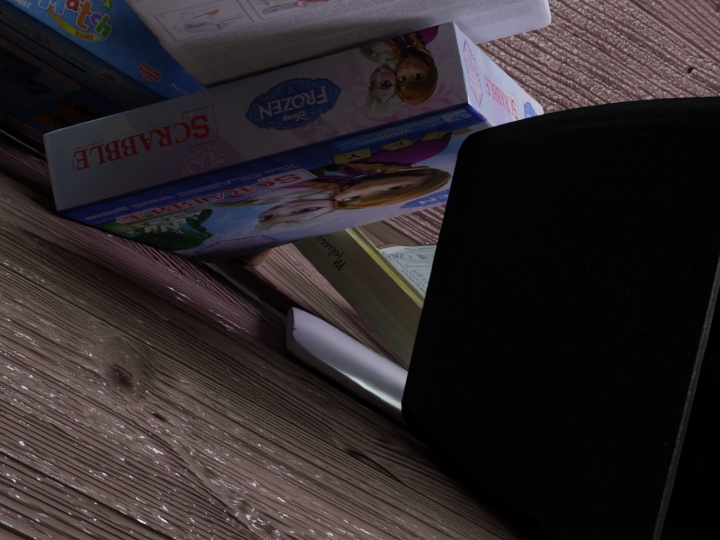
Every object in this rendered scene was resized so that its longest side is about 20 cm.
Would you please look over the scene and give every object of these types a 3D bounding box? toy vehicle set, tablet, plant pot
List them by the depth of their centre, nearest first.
[{"bbox_3d":[0.134,0.026,0.906,0.177,0.202,0.199,16,4,43],"label":"plant pot"},{"bbox_3d":[0.049,0.078,1.009,0.199,0.014,0.130,31,4,-5],"label":"tablet"},{"bbox_3d":[0.000,0.000,1.154,0.200,0.027,0.124,46,3,30],"label":"toy vehicle set"}]

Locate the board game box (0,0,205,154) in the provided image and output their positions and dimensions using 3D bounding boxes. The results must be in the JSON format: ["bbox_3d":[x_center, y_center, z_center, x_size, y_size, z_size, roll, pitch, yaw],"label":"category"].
[{"bbox_3d":[-0.175,-0.114,1.026,0.151,0.037,0.200,30,-18,-24],"label":"board game box"}]

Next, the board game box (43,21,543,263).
[{"bbox_3d":[-0.021,-0.055,0.996,0.198,0.042,0.199,-14,-10,15],"label":"board game box"}]

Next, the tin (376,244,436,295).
[{"bbox_3d":[0.063,0.019,1.301,0.111,0.042,0.200,-6,15,-12],"label":"tin"}]

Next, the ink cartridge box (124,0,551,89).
[{"bbox_3d":[-0.007,-0.127,0.860,0.159,0.048,0.200,-13,-10,7],"label":"ink cartridge box"}]

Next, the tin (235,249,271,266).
[{"bbox_3d":[-0.132,-0.065,1.229,0.199,0.042,0.112,31,7,-23],"label":"tin"}]
